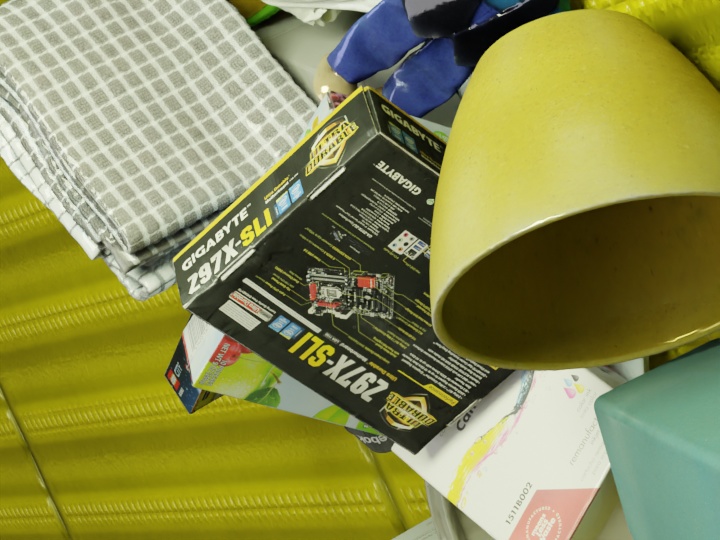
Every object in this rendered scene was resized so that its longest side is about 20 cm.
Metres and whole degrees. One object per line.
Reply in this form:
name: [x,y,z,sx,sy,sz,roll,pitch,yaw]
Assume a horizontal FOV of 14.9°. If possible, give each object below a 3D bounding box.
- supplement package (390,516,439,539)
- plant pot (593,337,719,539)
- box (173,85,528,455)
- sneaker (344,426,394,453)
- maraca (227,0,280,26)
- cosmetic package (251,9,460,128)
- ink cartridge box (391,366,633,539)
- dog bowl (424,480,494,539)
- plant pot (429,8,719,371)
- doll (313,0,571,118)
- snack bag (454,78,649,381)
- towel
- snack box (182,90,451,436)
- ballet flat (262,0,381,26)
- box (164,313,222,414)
supplement package: [0.079,0.310,1.933,0.200,0.147,0.192,45,151,34]
plant pot: [0.219,0.115,1.486,0.200,0.141,0.142,23,134,63]
box: [0.018,0.004,1.586,0.200,0.160,0.050,33,-153,-34]
sneaker: [0.008,0.071,1.786,0.066,0.200,0.091,-5,78,34]
maraca: [-0.070,-0.226,1.759,0.199,0.107,0.138,-10,90,44]
cosmetic package: [-0.013,-0.108,1.756,0.200,0.090,0.107,31,141,65]
ink cartridge box: [0.098,0.095,1.667,0.200,0.067,0.117,36,100,46]
dog bowl: [0.128,0.172,1.794,0.200,0.073,0.201,46,151,35]
plant pot: [0.122,-0.053,1.479,0.200,0.199,0.143,113,150,-59]
doll: [0.064,-0.146,1.574,0.136,0.049,0.200,31,134,-21]
snack bag: [0.124,-0.009,1.686,0.188,0.021,0.201,38,147,44]
towel: [-0.131,-0.099,1.678,0.200,0.165,0.086,49,148,18]
snack box: [0.000,0.000,1.646,0.201,0.141,0.053,-57,32,31]
ballet flat: [-0.006,-0.173,1.663,0.199,0.069,0.070,9,127,28]
box: [-0.056,0.019,1.925,0.038,0.136,0.200,54,154,13]
